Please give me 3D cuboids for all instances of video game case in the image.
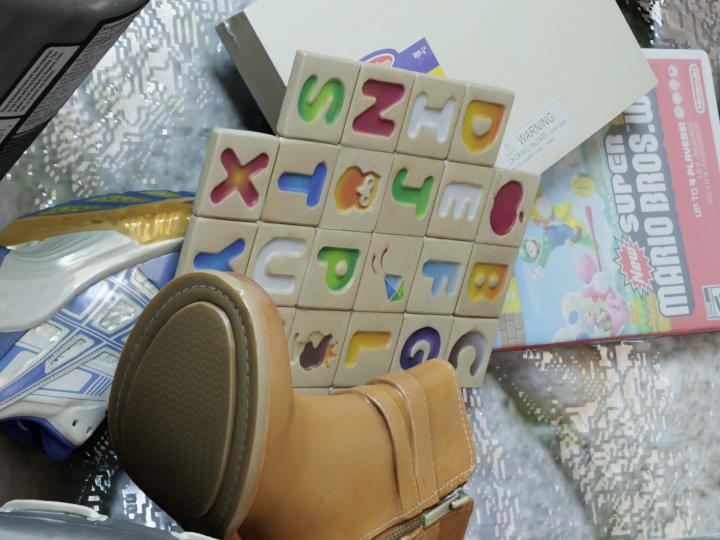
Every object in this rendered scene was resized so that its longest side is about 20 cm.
[{"bbox_3d":[0.103,-0.036,0.990,0.200,0.017,0.143,-3,81,-37],"label":"video game case"}]

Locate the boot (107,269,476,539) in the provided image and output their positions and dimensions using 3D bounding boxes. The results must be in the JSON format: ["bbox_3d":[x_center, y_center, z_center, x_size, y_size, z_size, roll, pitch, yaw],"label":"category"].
[{"bbox_3d":[-0.012,0.067,0.798,0.155,0.077,0.200,-25,126,-38],"label":"boot"}]

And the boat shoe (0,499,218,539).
[{"bbox_3d":[-0.118,0.112,0.720,0.060,0.200,0.074,-51,145,-76],"label":"boat shoe"}]

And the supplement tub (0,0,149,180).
[{"bbox_3d":[-0.139,-0.102,0.694,0.122,0.200,0.123,23,46,-26],"label":"supplement tub"}]

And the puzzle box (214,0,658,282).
[{"bbox_3d":[0.039,-0.096,0.929,0.200,0.025,0.133,-36,101,-37],"label":"puzzle box"}]

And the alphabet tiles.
[{"bbox_3d":[0.000,0.000,0.844,0.200,0.006,0.167,4,104,-49],"label":"alphabet tiles"}]

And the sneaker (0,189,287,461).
[{"bbox_3d":[-0.111,0.023,0.792,0.200,0.075,0.088,-16,104,-35],"label":"sneaker"}]

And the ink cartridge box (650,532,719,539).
[{"bbox_3d":[0.190,0.219,0.912,0.084,0.144,0.200,19,69,-34],"label":"ink cartridge box"}]
